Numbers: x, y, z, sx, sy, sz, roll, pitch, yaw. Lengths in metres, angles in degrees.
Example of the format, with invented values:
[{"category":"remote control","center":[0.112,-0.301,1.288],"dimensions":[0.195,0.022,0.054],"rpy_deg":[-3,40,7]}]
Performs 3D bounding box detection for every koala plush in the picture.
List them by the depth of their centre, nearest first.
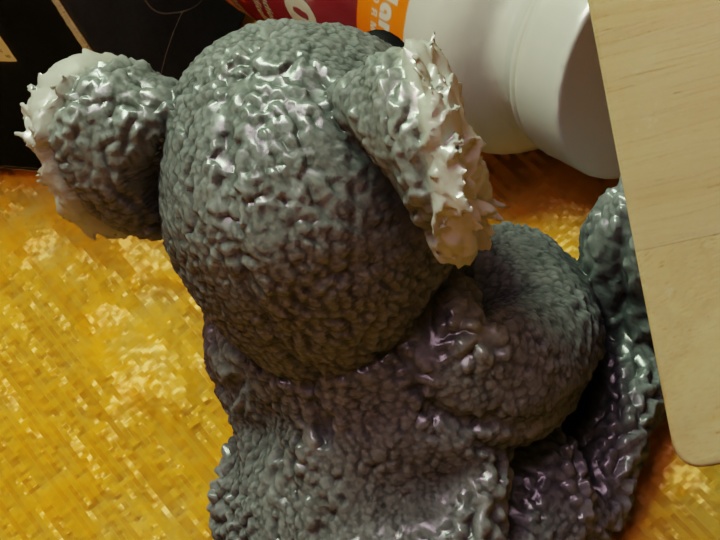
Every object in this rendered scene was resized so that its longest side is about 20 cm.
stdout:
[{"category":"koala plush","center":[0.000,0.000,0.860],"dimensions":[0.177,0.200,0.184],"rpy_deg":[6,56,28]}]

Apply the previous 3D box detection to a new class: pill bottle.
[{"category":"pill bottle","center":[0.034,-0.112,0.995],"dimensions":[0.113,0.113,0.200],"rpy_deg":[-44,48,-14]}]

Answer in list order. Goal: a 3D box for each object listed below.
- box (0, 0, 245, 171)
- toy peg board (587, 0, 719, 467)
[{"category":"box","center":[-0.123,-0.174,1.058],"dimensions":[0.123,0.200,0.197],"rpy_deg":[5,55,29]},{"category":"toy peg board","center":[0.182,-0.057,0.844],"dimensions":[0.199,0.098,0.200],"rpy_deg":[-12,84,16]}]
